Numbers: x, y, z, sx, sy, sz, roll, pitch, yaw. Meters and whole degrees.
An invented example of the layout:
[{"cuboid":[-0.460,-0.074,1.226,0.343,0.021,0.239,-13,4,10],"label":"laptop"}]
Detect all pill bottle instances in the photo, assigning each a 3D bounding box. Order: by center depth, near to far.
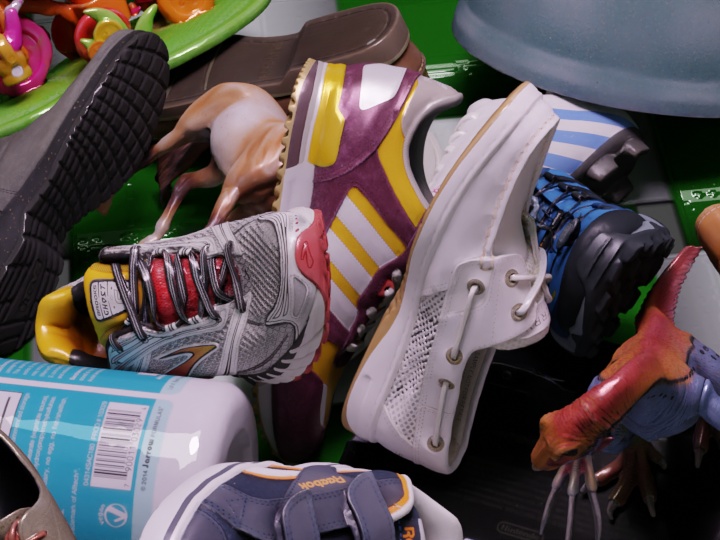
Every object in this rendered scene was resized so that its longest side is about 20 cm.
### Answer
[{"cuboid":[-0.154,0.097,1.323,0.200,0.111,0.111,6,39,12],"label":"pill bottle"}]

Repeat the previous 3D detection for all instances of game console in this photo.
[{"cuboid":[0.106,0.100,1.376,0.200,0.116,0.176,14,71,22],"label":"game console"}]

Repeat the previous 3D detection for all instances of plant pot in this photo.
[{"cuboid":[0.160,-0.182,1.593,0.200,0.134,0.200,8,22,-3],"label":"plant pot"}]

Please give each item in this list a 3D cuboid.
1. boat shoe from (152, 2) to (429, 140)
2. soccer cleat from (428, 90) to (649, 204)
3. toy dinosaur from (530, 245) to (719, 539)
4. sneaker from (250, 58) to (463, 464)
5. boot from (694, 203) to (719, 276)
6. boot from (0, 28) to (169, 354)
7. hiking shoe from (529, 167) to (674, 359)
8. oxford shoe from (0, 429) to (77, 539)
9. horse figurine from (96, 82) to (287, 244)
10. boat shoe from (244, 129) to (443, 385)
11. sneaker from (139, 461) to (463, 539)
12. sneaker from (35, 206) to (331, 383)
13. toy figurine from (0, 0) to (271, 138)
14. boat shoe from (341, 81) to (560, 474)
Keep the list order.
[{"cuboid":[-0.054,-0.092,1.596,0.200,0.068,0.072,-7,38,32],"label":"boat shoe"},{"cuboid":[0.067,-0.046,1.521,0.086,0.070,0.200,41,46,23],"label":"soccer cleat"},{"cuboid":[0.112,0.053,1.226,0.105,0.182,0.200,-19,61,8],"label":"toy dinosaur"},{"cuboid":[0.000,0.000,1.381,0.090,0.200,0.075,7,10,4],"label":"sneaker"},{"cuboid":[0.208,0.022,1.322,0.200,0.077,0.155,15,37,-56],"label":"boot"},{"cuboid":[-0.199,-0.061,1.513,0.131,0.068,0.200,24,76,28],"label":"boot"},{"cuboid":[0.094,-0.009,1.362,0.087,0.200,0.074,36,89,2],"label":"hiking shoe"},{"cuboid":[-0.139,0.140,1.185,0.070,0.075,0.200,-29,55,-12],"label":"oxford shoe"},{"cuboid":[-0.069,-0.051,1.494,0.133,0.050,0.200,-44,26,0],"label":"horse figurine"},{"cuboid":[-0.020,-0.004,1.502,0.062,0.073,0.200,-29,22,47],"label":"boat shoe"},{"cuboid":[-0.022,0.121,1.230,0.079,0.079,0.200,10,11,26],"label":"sneaker"},{"cuboid":[-0.082,0.020,1.328,0.082,0.200,0.078,7,70,-36],"label":"sneaker"},{"cuboid":[-0.176,-0.196,1.615,0.200,0.184,0.150,-29,17,-12],"label":"toy figurine"},{"cuboid":[0.057,0.007,1.286,0.069,0.200,0.071,31,36,13],"label":"boat shoe"}]
